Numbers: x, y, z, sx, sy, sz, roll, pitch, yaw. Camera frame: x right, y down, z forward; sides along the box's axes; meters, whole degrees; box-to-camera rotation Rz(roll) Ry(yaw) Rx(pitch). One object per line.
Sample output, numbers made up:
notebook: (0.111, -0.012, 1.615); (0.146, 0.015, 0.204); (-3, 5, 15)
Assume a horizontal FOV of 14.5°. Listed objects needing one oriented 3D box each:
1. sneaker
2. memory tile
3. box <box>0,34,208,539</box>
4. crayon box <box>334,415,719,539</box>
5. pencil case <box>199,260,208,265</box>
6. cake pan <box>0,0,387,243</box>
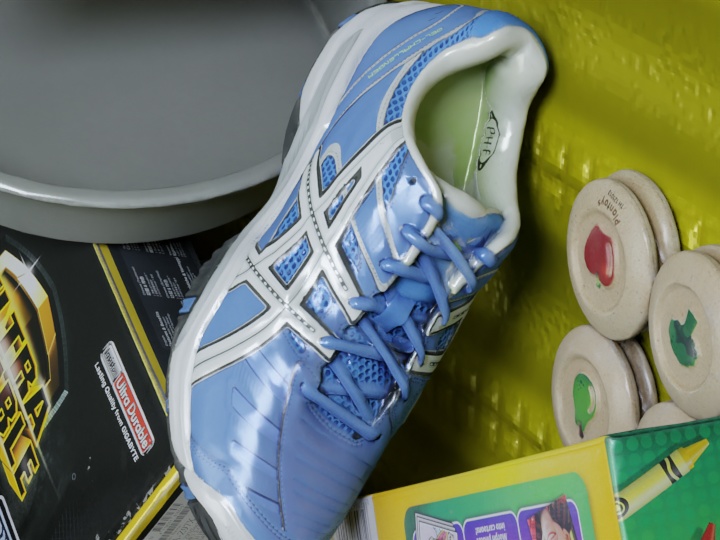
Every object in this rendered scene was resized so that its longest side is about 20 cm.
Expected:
sneaker: (0.000, 0.000, 0.884); (0.077, 0.076, 0.200); (-6, 62, 56)
memory tile: (0.106, 0.074, 0.817); (0.200, 0.017, 0.154); (45, 136, 52)
box: (-0.115, 0.043, 0.992); (0.160, 0.049, 0.200); (-52, 47, 32)
crayon box: (0.061, 0.114, 0.835); (0.200, 0.058, 0.119); (158, 103, -65)
pencil case: (-0.050, 0.088, 1.077); (0.078, 0.087, 0.200); (26, 125, 31)
cake pan: (-0.091, -0.084, 0.977); (0.037, 0.200, 0.200); (102, 149, -47)
